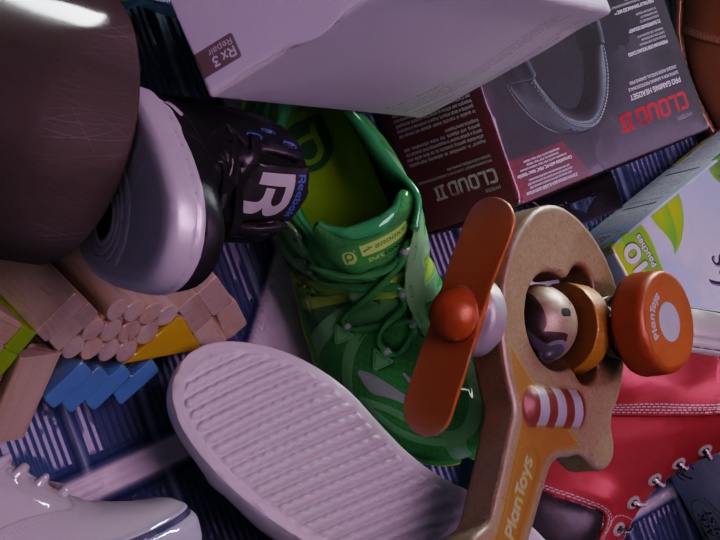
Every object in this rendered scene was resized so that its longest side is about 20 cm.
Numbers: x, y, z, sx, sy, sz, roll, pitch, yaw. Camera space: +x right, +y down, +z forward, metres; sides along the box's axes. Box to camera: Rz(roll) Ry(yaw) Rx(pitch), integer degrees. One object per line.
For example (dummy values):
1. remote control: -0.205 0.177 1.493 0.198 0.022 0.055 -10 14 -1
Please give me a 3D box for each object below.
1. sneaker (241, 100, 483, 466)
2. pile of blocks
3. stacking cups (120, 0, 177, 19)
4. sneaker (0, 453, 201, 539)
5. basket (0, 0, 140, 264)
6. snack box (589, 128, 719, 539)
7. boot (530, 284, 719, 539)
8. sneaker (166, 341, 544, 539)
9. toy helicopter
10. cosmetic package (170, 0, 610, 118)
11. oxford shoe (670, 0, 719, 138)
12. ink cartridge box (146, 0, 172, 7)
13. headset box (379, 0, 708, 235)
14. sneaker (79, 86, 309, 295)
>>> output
1. sneaker: 0.000 0.000 1.182 0.074 0.084 0.200 -27 92 -4
2. pile of blocks: -0.138 0.019 1.096 0.200 0.082 0.062 -3 38 -50
3. stacking cups: -0.087 -0.137 1.175 0.200 0.060 0.061 16 69 -42
4. sneaker: -0.149 0.101 1.045 0.200 0.073 0.071 -6 91 -40
5. basket: -0.195 -0.075 0.976 0.200 0.180 0.136 13 92 -36
6. snack box: 0.203 0.042 1.368 0.142 0.053 0.200 -37 104 -32
7. boot: 0.153 0.089 1.270 0.199 0.072 0.145 7 89 -10
8. sneaker: -0.011 0.106 1.164 0.200 0.082 0.074 37 62 -13
9. toy helicopter: 0.065 0.060 1.127 0.132 0.079 0.200 44 51 -40
10. cosmetic package: 0.012 -0.125 1.110 0.200 0.113 0.081 3 62 -65
11. oxford shoe: 0.210 -0.134 1.413 0.071 0.071 0.201 -17 93 -43
12. ink cartridge box: -0.123 -0.202 1.105 0.099 0.039 0.200 8 50 -49
13. headset box: 0.075 -0.117 1.288 0.149 0.077 0.201 -21 92 -42
14. sneaker: -0.062 -0.037 1.066 0.112 0.200 0.073 10 104 -25
